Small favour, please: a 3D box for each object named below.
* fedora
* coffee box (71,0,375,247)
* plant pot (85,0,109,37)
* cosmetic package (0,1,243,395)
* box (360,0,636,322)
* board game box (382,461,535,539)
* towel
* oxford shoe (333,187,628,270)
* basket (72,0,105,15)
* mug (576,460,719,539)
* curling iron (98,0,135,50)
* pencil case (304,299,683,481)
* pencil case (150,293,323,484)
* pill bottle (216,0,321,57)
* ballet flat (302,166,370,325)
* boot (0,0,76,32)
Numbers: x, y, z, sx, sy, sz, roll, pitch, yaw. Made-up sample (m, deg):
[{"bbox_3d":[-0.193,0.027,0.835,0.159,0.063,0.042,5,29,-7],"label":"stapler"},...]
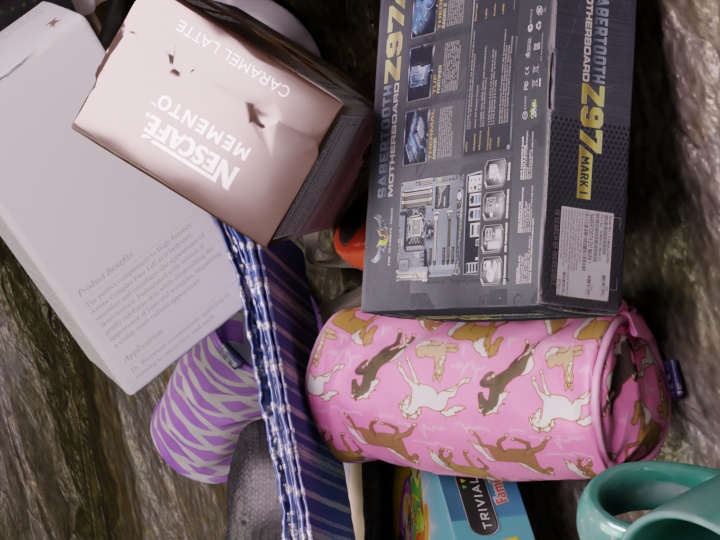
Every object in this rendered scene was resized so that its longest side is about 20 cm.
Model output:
[{"bbox_3d":[-0.038,0.156,1.240,0.201,0.091,0.202,-177,90,-86],"label":"fedora"},{"bbox_3d":[-0.057,-0.079,1.026,0.114,0.080,0.200,31,-172,6],"label":"coffee box"},{"bbox_3d":[-0.242,-0.111,1.374,0.200,0.197,0.201,40,142,41],"label":"plant pot"},{"bbox_3d":[-0.152,-0.040,1.128,0.201,0.101,0.074,59,164,-27],"label":"cosmetic package"},{"bbox_3d":[0.063,-0.078,0.951,0.157,0.051,0.202,-5,80,59],"label":"box"},{"bbox_3d":[0.055,0.164,1.132,0.201,0.047,0.152,-105,16,-47],"label":"board game box"},{"bbox_3d":[-0.037,0.070,1.097,0.145,0.024,0.202,43,-144,-75],"label":"towel"},{"bbox_3d":[0.074,-0.017,1.056,0.072,0.071,0.199,42,155,-29],"label":"oxford shoe"},{"bbox_3d":[-0.155,-0.274,1.189,0.136,0.123,0.201,46,144,35],"label":"basket"},{"bbox_3d":[0.193,0.141,0.889,0.186,0.114,0.152,60,151,15],"label":"mug"},{"bbox_3d":[-0.151,-0.125,1.231,0.050,0.025,0.201,127,158,-61],"label":"curling iron"},{"bbox_3d":[0.062,0.059,1.039,0.199,0.087,0.083,-2,120,41],"label":"pencil case"},{"bbox_3d":[-0.082,0.074,1.356,0.085,0.084,0.200,39,149,3],"label":"pencil case"},{"bbox_3d":[-0.097,-0.070,1.243,0.112,0.111,0.200,56,150,20],"label":"pill bottle"},{"bbox_3d":[0.000,0.000,1.174,0.069,0.069,0.201,21,127,53],"label":"ballet flat"},{"bbox_3d":[-0.233,-0.176,1.207,0.174,0.069,0.202,27,126,55],"label":"boot"}]
